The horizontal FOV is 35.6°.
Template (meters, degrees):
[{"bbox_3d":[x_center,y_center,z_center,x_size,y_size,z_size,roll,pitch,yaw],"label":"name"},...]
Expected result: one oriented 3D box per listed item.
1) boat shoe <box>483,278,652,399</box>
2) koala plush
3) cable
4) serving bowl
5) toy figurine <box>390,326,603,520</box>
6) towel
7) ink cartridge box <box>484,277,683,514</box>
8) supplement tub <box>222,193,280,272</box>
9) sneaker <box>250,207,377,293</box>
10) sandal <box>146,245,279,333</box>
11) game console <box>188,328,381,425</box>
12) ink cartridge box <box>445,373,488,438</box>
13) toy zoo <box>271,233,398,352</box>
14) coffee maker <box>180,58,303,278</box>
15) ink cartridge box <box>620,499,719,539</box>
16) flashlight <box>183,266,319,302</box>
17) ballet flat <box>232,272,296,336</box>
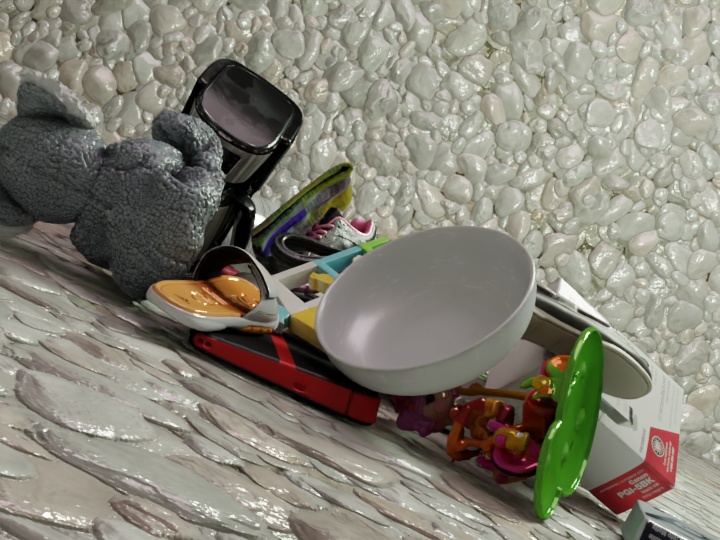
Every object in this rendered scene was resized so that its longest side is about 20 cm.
[{"bbox_3d":[0.202,0.055,1.072,0.199,0.057,0.067,30,-41,-18],"label":"boat shoe"},{"bbox_3d":[-0.240,-0.078,1.008,0.199,0.178,0.184,29,13,-23],"label":"koala plush"},{"bbox_3d":[0.000,0.000,1.217,0.198,0.051,0.098,-4,51,-25],"label":"cable"},{"bbox_3d":[0.063,0.043,0.987,0.200,0.199,0.066,28,-33,50],"label":"serving bowl"},{"bbox_3d":[0.105,0.125,1.010,0.182,0.151,0.200,9,34,24],"label":"toy figurine"},{"bbox_3d":[-0.063,-0.061,1.282,0.023,0.143,0.200,51,-6,5],"label":"towel"},{"bbox_3d":[0.236,0.129,1.166,0.200,0.083,0.147,40,41,-15],"label":"ink cartridge box"},{"bbox_3d":[-0.195,-0.055,1.439,0.199,0.133,0.132,25,2,-43],"label":"supplement tub"},{"bbox_3d":[-0.047,-0.023,1.268,0.079,0.096,0.199,7,8,40],"label":"sneaker"},{"bbox_3d":[-0.112,0.013,0.974,0.079,0.060,0.207,33,9,12],"label":"sandal"},{"bbox_3d":[-0.073,0.081,1.020,0.175,0.031,0.200,21,2,-10],"label":"game console"},{"bbox_3d":[0.087,0.124,1.247,0.116,0.068,0.200,27,1,-11],"label":"ink cartridge box"},{"bbox_3d":[-0.005,0.027,1.115,0.199,0.021,0.131,-21,43,-34],"label":"toy zoo"},{"bbox_3d":[-0.164,-0.126,1.226,0.134,0.200,0.193,21,37,-26],"label":"coffee maker"},{"bbox_3d":[0.320,0.266,0.949,0.198,0.041,0.200,26,2,11],"label":"ink cartridge box"},{"bbox_3d":[-0.143,0.010,1.322,0.199,0.068,0.068,25,1,-13],"label":"flashlight"},{"bbox_3d":[-0.063,0.067,1.165,0.199,0.068,0.064,26,29,11],"label":"ballet flat"}]
